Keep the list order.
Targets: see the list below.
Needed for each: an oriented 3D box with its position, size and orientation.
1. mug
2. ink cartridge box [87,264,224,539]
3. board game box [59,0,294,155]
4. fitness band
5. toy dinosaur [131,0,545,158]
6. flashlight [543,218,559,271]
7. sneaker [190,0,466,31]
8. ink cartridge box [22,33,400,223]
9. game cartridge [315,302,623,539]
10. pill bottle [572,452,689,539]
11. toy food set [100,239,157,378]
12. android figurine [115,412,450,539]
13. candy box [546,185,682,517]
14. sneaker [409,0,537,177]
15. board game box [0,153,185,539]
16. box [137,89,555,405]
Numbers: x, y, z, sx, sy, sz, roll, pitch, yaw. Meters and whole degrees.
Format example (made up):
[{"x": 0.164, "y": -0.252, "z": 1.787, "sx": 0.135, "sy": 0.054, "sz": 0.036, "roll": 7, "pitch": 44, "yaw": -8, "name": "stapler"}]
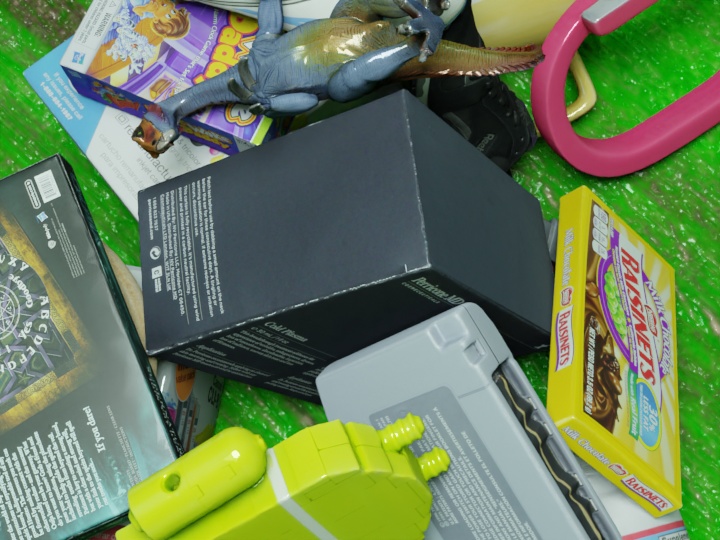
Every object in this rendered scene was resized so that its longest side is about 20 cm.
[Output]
[{"x": 0.081, "y": -0.194, "z": 0.824, "sx": 0.153, "sy": 0.149, "sz": 0.187, "roll": -24, "pitch": 68, "yaw": 6, "name": "mug"}, {"x": -0.179, "y": 0.102, "z": 0.759, "sx": 0.144, "sy": 0.145, "sz": 0.201, "roll": 7, "pitch": 76, "yaw": 7, "name": "ink cartridge box"}, {"x": -0.077, "y": -0.179, "z": 0.727, "sx": 0.134, "sy": 0.045, "sz": 0.200, "roll": 22, "pitch": 77, "yaw": 8, "name": "board game box"}, {"x": 0.207, "y": -0.148, "z": 0.802, "sx": 0.200, "sy": 0.144, "sz": 0.037, "roll": -32, "pitch": 43, "yaw": -5, "name": "fitness band"}, {"x": -0.029, "y": -0.099, "z": 0.637, "sx": 0.181, "sy": 0.200, "sz": 0.105, "roll": -27, "pitch": 45, "yaw": 37, "name": "toy dinosaur"}, {"x": 0.088, "y": 0.059, "z": 0.794, "sx": 0.068, "sy": 0.068, "sz": 0.201, "roll": 19, "pitch": 77, "yaw": -30, "name": "flashlight"}, {"x": -0.036, "y": -0.175, "z": 0.663, "sx": 0.199, "sy": 0.072, "sz": 0.072, "roll": 11, "pitch": 75, "yaw": -1, "name": "sneaker"}, {"x": -0.092, "y": -0.116, "z": 0.811, "sx": 0.200, "sy": 0.146, "sz": 0.147, "roll": -39, "pitch": 76, "yaw": -7, "name": "ink cartridge box"}, {"x": 0.063, "y": 0.125, "z": 0.668, "sx": 0.133, "sy": 0.040, "sz": 0.200, "roll": -27, "pitch": 96, "yaw": 38, "name": "game cartridge"}, {"x": 0.158, "y": 0.202, "z": 0.723, "sx": 0.108, "sy": 0.109, "sz": 0.201, "roll": -17, "pitch": 74, "yaw": 0, "name": "pill bottle"}, {"x": -0.213, "y": 0.061, "z": 0.673, "sx": 0.199, "sy": 0.049, "sz": 0.199, "roll": -1, "pitch": 75, "yaw": 5, "name": "toy food set"}, {"x": -0.045, "y": 0.140, "z": 0.625, "sx": 0.200, "sy": 0.182, "sz": 0.041, "roll": -31, "pitch": 52, "yaw": 5, "name": "android figurine"}, {"x": 0.161, "y": 0.044, "z": 0.734, "sx": 0.026, "sy": 0.102, "sz": 0.200, "roll": -31, "pitch": 31, "yaw": 35, "name": "candy box"}, {"x": 0.076, "y": -0.115, "z": 0.779, "sx": 0.087, "sy": 0.200, "sz": 0.076, "roll": 3, "pitch": 53, "yaw": 2, "name": "sneaker"}, {"x": -0.186, "y": 0.052, "z": 0.633, "sx": 0.135, "sy": 0.028, "sz": 0.200, "roll": -24, "pitch": 75, "yaw": -1, "name": "board game box"}, {"x": 0.000, "y": 0.000, "z": 0.707, "sx": 0.182, "sy": 0.200, "sz": 0.104, "roll": -16, "pitch": 68, "yaw": 25, "name": "box"}]
